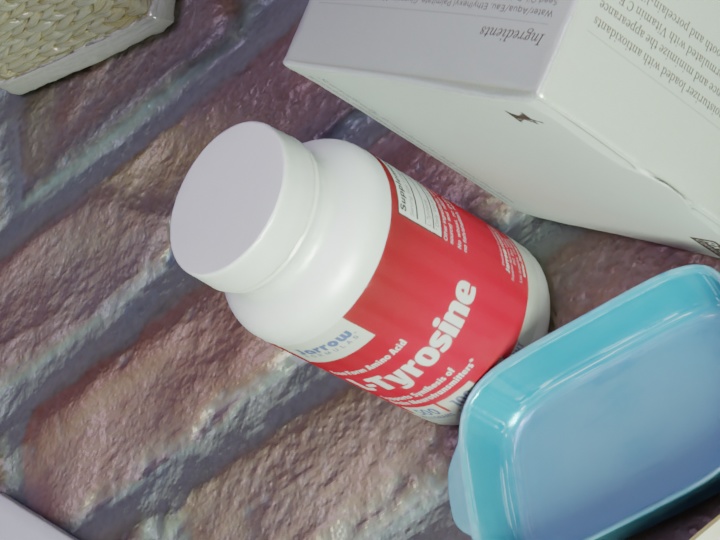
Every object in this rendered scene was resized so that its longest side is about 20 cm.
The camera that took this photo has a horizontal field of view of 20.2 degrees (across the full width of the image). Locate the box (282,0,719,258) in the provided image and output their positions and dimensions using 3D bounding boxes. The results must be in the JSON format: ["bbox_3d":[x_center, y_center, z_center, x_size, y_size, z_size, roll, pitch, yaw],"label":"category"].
[{"bbox_3d":[0.106,-0.111,1.023,0.199,0.198,0.131,15,79,50],"label":"box"}]

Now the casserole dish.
[{"bbox_3d":[0.129,0.080,1.017,0.199,0.039,0.122,-31,48,31],"label":"casserole dish"}]

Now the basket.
[{"bbox_3d":[-0.248,-0.269,1.528,0.199,0.160,0.200,-18,57,42],"label":"basket"}]

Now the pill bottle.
[{"bbox_3d":[0.000,0.000,1.074,0.112,0.199,0.113,-25,52,36],"label":"pill bottle"}]

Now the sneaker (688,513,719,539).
[{"bbox_3d":[0.185,0.154,0.890,0.200,0.067,0.090,-48,36,12],"label":"sneaker"}]

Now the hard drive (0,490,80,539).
[{"bbox_3d":[-0.221,0.231,1.317,0.199,0.025,0.133,19,83,50],"label":"hard drive"}]
